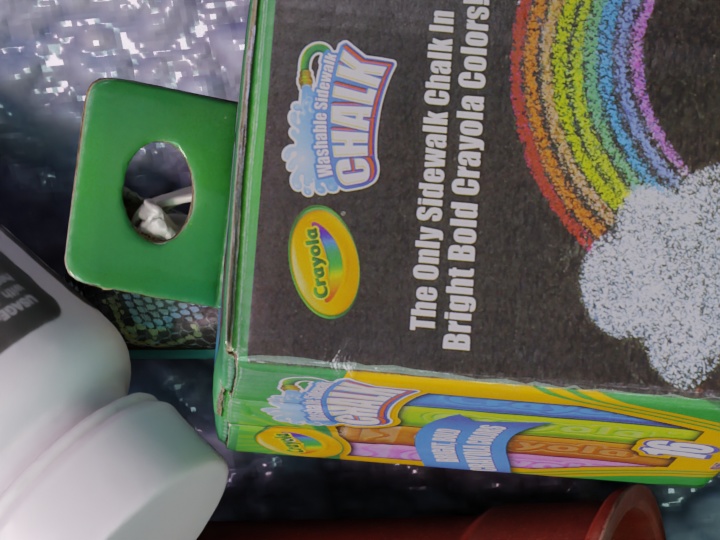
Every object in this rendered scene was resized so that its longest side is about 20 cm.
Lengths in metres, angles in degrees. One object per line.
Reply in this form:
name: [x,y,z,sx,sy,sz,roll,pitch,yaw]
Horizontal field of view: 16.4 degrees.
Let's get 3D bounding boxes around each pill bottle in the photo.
pill bottle: [-0.147,0.032,0.785,0.200,0.114,0.114,41,121,14]

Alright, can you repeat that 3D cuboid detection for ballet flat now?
ballet flat: [0.000,0.000,0.814,0.200,0.074,0.074,3,120,4]

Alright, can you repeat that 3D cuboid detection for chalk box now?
chalk box: [0.017,-0.013,0.726,0.200,0.125,0.124,6,164,-2]

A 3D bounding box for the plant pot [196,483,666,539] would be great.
plant pot: [-0.006,0.166,0.847,0.195,0.201,0.201,2,121,16]
